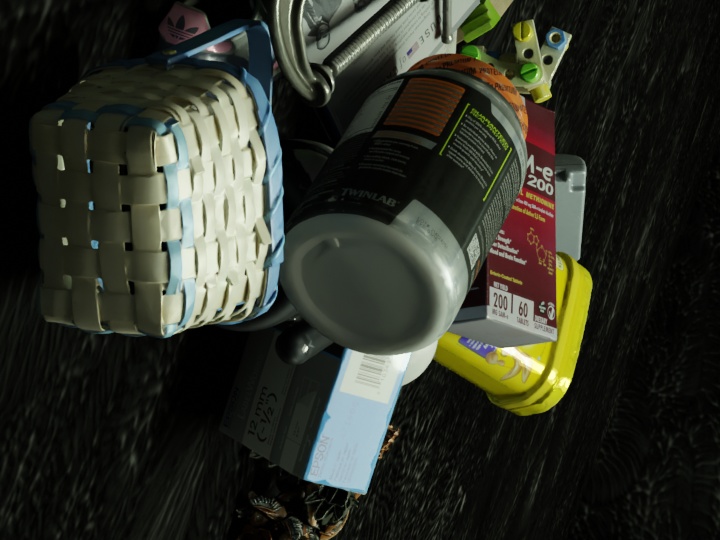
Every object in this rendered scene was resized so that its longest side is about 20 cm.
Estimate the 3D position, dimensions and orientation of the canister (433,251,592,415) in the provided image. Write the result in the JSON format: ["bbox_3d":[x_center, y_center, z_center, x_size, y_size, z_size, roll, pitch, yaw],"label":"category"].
[{"bbox_3d":[0.095,0.017,1.715,0.200,0.086,0.149,32,61,-31],"label":"canister"}]

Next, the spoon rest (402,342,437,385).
[{"bbox_3d":[0.000,0.000,1.605,0.061,0.099,0.200,-47,122,-72],"label":"spoon rest"}]

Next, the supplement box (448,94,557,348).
[{"bbox_3d":[0.110,-0.045,1.633,0.109,0.061,0.200,18,68,-51],"label":"supplement box"}]

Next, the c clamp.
[{"bbox_3d":[0.008,-0.173,1.267,0.200,0.027,0.171,-41,143,-38],"label":"c clamp"}]

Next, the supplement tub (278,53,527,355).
[{"bbox_3d":[0.035,-0.049,1.295,0.200,0.122,0.123,-59,159,-45],"label":"supplement tub"}]

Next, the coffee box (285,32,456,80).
[{"bbox_3d":[0.010,-0.221,1.440,0.200,0.113,0.080,91,24,-43],"label":"coffee box"}]

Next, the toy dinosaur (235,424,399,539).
[{"bbox_3d":[-0.049,0.195,1.712,0.136,0.102,0.200,94,20,-54],"label":"toy dinosaur"}]

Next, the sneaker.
[{"bbox_3d":[-0.071,-0.170,1.302,0.200,0.070,0.082,-53,159,-51],"label":"sneaker"}]

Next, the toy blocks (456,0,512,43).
[{"bbox_3d":[0.071,-0.267,1.568,0.137,0.100,0.200,56,29,-12],"label":"toy blocks"}]

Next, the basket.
[{"bbox_3d":[-0.105,-0.052,1.169,0.200,0.139,0.177,-22,116,-58],"label":"basket"}]

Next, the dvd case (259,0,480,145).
[{"bbox_3d":[0.006,-0.190,1.312,0.150,0.025,0.200,-49,149,-15],"label":"dvd case"}]

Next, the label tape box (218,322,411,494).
[{"bbox_3d":[-0.049,0.071,1.522,0.066,0.200,0.144,16,93,-36],"label":"label tape box"}]

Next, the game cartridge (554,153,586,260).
[{"bbox_3d":[0.099,-0.047,1.782,0.133,0.200,0.042,88,1,-54],"label":"game cartridge"}]

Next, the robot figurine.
[{"bbox_3d":[-0.062,-0.027,1.378,0.200,0.125,0.151,-24,135,-68],"label":"robot figurine"}]

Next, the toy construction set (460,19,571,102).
[{"bbox_3d":[0.130,-0.134,1.863,0.092,0.131,0.200,57,35,-68],"label":"toy construction set"}]
